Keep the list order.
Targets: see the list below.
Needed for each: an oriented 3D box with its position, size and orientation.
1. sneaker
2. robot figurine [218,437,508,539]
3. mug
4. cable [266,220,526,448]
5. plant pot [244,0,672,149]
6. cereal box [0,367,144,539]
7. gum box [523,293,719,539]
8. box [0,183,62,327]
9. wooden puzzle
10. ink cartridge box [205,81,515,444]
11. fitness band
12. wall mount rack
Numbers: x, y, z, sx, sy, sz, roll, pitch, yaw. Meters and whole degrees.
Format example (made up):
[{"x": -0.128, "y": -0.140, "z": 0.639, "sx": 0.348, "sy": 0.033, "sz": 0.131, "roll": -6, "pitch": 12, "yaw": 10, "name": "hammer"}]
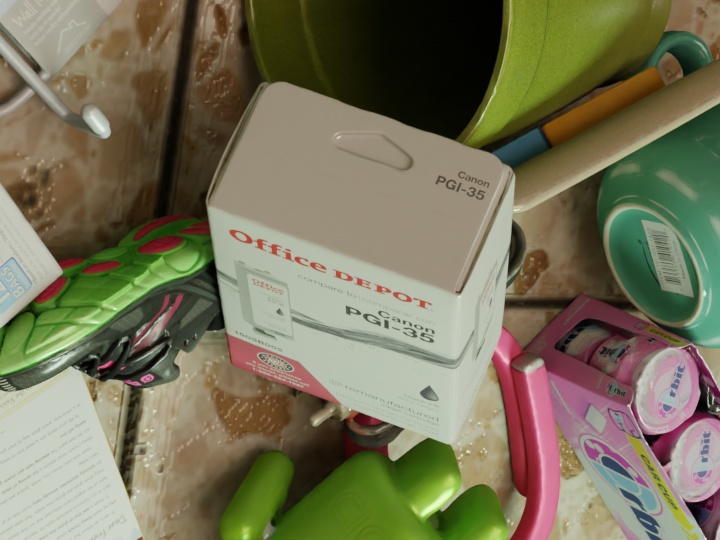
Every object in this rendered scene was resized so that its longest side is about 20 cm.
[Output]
[{"x": -0.126, "y": 0.030, "z": 1.172, "sx": 0.200, "sy": 0.076, "sz": 0.084, "roll": -26, "pitch": 116, "yaw": -51, "name": "sneaker"}, {"x": -0.007, "y": 0.188, "z": 1.295, "sx": 0.200, "sy": 0.116, "sz": 0.176, "roll": -42, "pitch": 104, "yaw": 7, "name": "robot figurine"}, {"x": 0.213, "y": -0.039, "z": 1.384, "sx": 0.114, "sy": 0.185, "sz": 0.152, "roll": -31, "pitch": 157, "yaw": -28, "name": "mug"}, {"x": 0.034, "y": 0.033, "z": 1.312, "sx": 0.200, "sy": 0.097, "sz": 0.050, "roll": -32, "pitch": 154, "yaw": -20, "name": "cable"}, {"x": 0.071, "y": -0.160, "z": 1.231, "sx": 0.192, "sy": 0.200, "sz": 0.201, "roll": -11, "pitch": 110, "yaw": -45, "name": "plant pot"}, {"x": -0.206, "y": 0.121, "z": 1.201, "sx": 0.144, "sy": 0.039, "sz": 0.201, "roll": -30, "pitch": 119, "yaw": -26, "name": "cereal box"}, {"x": 0.194, "y": 0.111, "z": 1.429, "sx": 0.066, "sy": 0.113, "sz": 0.200, "roll": -43, "pitch": 123, "yaw": -16, "name": "gum box"}, {"x": -0.257, "y": -0.046, "z": 1.077, "sx": 0.112, "sy": 0.101, "sz": 0.200, "roll": -43, "pitch": 123, "yaw": -17, "name": "box"}, {"x": 0.102, "y": -0.065, "z": 1.270, "sx": 0.185, "sy": 0.200, "sz": 0.037, "roll": -28, "pitch": 93, "yaw": -25, "name": "wooden puzzle"}, {"x": 0.000, "y": 0.000, "z": 1.180, "sx": 0.200, "sy": 0.146, "sz": 0.083, "roll": 87, "pitch": 25, "yaw": -63, "name": "ink cartridge box"}, {"x": 0.060, "y": 0.123, "z": 1.389, "sx": 0.143, "sy": 0.037, "sz": 0.201, "roll": -22, "pitch": 114, "yaw": -28, "name": "fitness band"}, {"x": -0.154, "y": -0.171, "z": 1.127, "sx": 0.200, "sy": 0.074, "sz": 0.174, "roll": -50, "pitch": 125, "yaw": -13, "name": "wall mount rack"}]
